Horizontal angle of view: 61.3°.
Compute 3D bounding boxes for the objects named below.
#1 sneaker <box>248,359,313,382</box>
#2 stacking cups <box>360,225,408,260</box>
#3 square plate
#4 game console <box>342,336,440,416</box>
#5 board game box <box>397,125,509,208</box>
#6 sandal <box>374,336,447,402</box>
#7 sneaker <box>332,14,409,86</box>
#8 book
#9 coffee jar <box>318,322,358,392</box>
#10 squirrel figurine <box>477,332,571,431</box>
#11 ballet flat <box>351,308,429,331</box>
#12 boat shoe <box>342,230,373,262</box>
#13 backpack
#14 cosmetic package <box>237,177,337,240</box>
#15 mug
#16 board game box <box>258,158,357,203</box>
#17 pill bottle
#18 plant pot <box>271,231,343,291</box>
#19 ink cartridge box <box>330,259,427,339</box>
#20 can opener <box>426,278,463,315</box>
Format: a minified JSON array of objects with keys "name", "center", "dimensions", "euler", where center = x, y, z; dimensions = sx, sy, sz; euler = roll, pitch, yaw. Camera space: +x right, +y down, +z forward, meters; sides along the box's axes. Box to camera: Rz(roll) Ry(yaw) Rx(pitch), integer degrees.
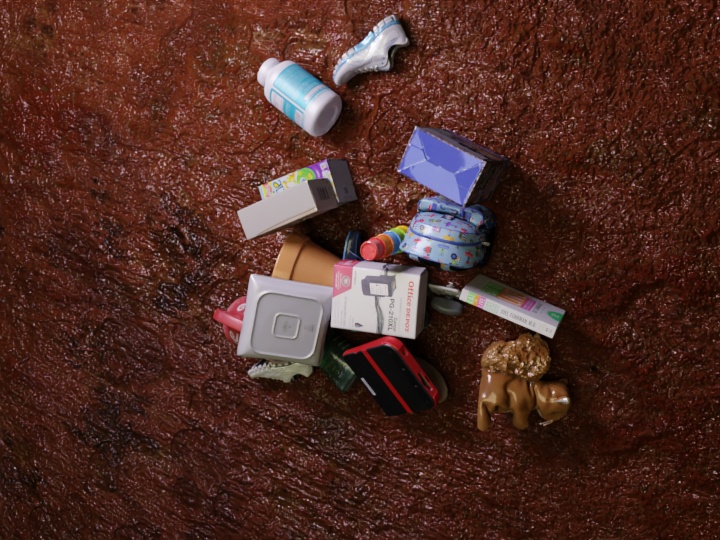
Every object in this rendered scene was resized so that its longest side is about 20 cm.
[{"name":"sneaker","center":[-0.210,0.260,1.595],"dimensions":[0.199,0.075,0.082],"euler":[-18,100,28]},{"name":"stacking cups","center":[0.054,-0.060,1.335],"dimensions":[0.060,0.200,0.061],"euler":[5,101,27]},{"name":"square plate","center":[-0.167,0.120,1.374],"dimensions":[0.196,0.028,0.202],"euler":[10,107,-11]},{"name":"game console","center":[0.071,0.244,1.385],"dimensions":[0.176,0.031,0.201],"euler":[-23,108,45]},{"name":"board game box","center":[0.193,-0.214,1.241],"dimensions":[0.159,0.200,0.098],"euler":[32,112,18]},{"name":"sandal","center":[0.113,0.244,1.445],"dimensions":[0.211,0.078,0.070],"euler":[38,146,13]},{"name":"sneaker","center":[0.024,-0.468,1.352],"dimensions":[0.199,0.075,0.087],"euler":[-36,89,26]},{"name":"book","center":[0.317,0.076,1.269],"dimensions":[0.199,0.133,0.048],"euler":[23,108,20]},{"name":"coffee jar","center":[-0.076,0.198,1.507],"dimensions":[0.200,0.085,0.105],"euler":[42,121,13]},{"name":"squirrel figurine","center":[0.350,0.237,1.284],"dimensions":[0.185,0.141,0.202],"euler":[3,103,19]},{"name":"ballet flat","center":[0.065,0.104,1.433],"dimensions":[0.198,0.073,0.074],"euler":[-4,97,20]},{"name":"boat shoe","center":[0.000,0.000,1.451],"dimensions":[0.068,0.084,0.202],"euler":[7,118,17]},{"name":"backpack","center":[0.180,-0.075,1.272],"dimensions":[0.181,0.200,0.136],"euler":[18,107,22]},{"name":"cosmetic package","center":[-0.163,-0.138,1.365],"dimensions":[0.199,0.103,0.074],"euler":[-20,92,28]},{"name":"mug","center":[-0.256,0.155,1.495],"dimensions":[0.199,0.176,0.135],"euler":[19,115,51]},{"name":"board game box","center":[-0.126,-0.186,1.453],"dimensions":[0.198,0.105,0.104],"euler":[-17,92,26]},{"name":"pill bottle","center":[-0.147,-0.412,1.421],"dimensions":[0.200,0.111,0.111],"euler":[40,113,14]},{"name":"plant pot","center":[-0.122,0.022,1.453],"dimensions":[0.139,0.200,0.202],"euler":[17,107,4]},{"name":"ink cartridge box","center":[0.042,0.061,1.355],"dimensions":[0.198,0.084,0.146],"euler":[7,101,15]},{"name":"can opener","center":[0.141,0.046,1.387],"dimensions":[0.198,0.053,0.067],"euler":[15,71,25]}]
